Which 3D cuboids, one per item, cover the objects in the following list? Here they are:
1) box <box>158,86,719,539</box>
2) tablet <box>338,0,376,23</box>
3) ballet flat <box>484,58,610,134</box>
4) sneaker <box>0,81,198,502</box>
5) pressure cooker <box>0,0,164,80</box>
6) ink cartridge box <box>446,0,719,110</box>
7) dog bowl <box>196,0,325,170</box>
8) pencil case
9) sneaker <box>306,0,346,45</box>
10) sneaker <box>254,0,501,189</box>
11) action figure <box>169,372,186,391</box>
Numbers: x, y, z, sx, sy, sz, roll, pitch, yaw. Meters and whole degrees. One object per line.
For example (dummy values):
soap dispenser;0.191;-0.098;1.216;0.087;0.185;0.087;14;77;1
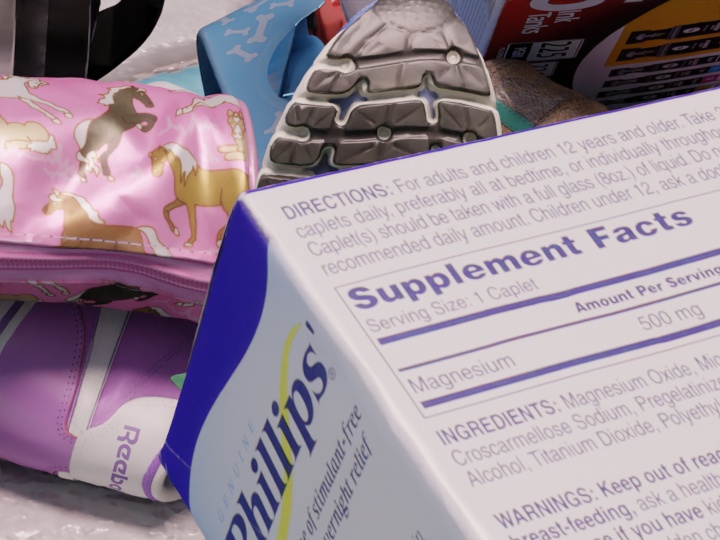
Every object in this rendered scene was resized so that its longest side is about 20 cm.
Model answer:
box;0.077;0.064;0.771;0.183;0.105;0.200;-13;52;-31
tablet;0.008;-0.074;1.029;0.014;0.201;0.130;-20;31;-2
ballet flat;0.061;-0.031;1.068;0.067;0.200;0.068;35;78;13
sneaker;-0.064;0.013;1.055;0.114;0.073;0.201;20;40;6
pressure cooker;-0.172;-0.102;1.095;0.198;0.180;0.176;1;28;-17
ink cartridge box;0.120;-0.120;1.029;0.174;0.085;0.200;-8;-10;-4
dog bowl;-0.019;-0.030;1.102;0.049;0.112;0.200;-14;35;-6
pencil case;-0.128;-0.024;0.957;0.199;0.087;0.083;2;-14;-20
sneaker;0.027;-0.089;1.217;0.097;0.071;0.200;-13;19;-16
sneaker;0.000;0.000;0.960;0.078;0.201;0.089;8;27;-3
action figure;0.056;0.044;0.895;0.199;0.055;0.118;-21;54;-29
